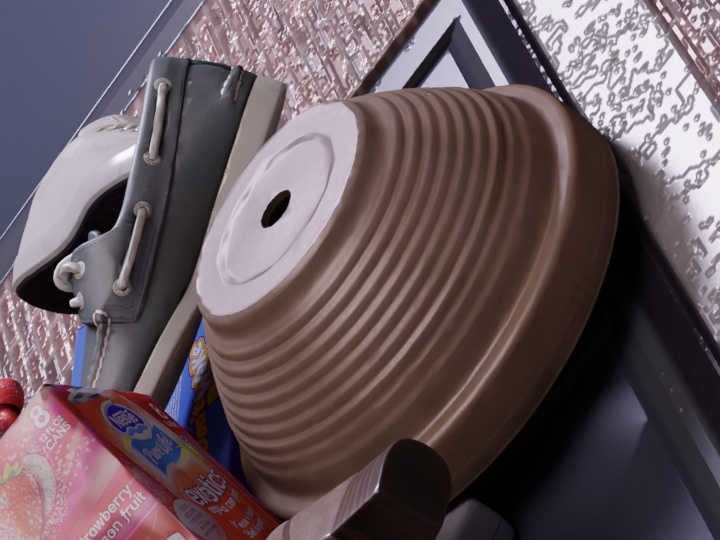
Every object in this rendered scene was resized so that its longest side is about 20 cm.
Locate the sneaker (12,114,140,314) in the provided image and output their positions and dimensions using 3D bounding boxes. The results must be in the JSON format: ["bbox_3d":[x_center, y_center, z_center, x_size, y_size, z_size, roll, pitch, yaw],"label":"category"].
[{"bbox_3d":[-0.105,-0.051,1.380,0.200,0.073,0.085,-27,49,48],"label":"sneaker"}]

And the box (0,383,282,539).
[{"bbox_3d":[-0.126,0.150,1.112,0.100,0.095,0.200,42,101,20],"label":"box"}]

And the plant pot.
[{"bbox_3d":[0.000,0.000,1.136,0.201,0.093,0.201,-42,29,29],"label":"plant pot"}]

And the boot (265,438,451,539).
[{"bbox_3d":[-0.031,0.147,0.994,0.146,0.070,0.200,-54,0,34],"label":"boot"}]

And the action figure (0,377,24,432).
[{"bbox_3d":[-0.178,0.142,1.359,0.052,0.065,0.201,-19,53,40],"label":"action figure"}]

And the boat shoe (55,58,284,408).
[{"bbox_3d":[-0.093,0.003,1.210,0.073,0.062,0.201,106,-174,-77],"label":"boat shoe"}]

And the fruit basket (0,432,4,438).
[{"bbox_3d":[-0.209,0.140,1.204,0.094,0.200,0.186,33,93,16],"label":"fruit basket"}]

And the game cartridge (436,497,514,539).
[{"bbox_3d":[-0.020,0.181,1.085,0.129,0.038,0.201,-11,46,49],"label":"game cartridge"}]

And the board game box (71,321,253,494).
[{"bbox_3d":[-0.078,0.090,1.261,0.134,0.045,0.201,-34,42,41],"label":"board game box"}]
